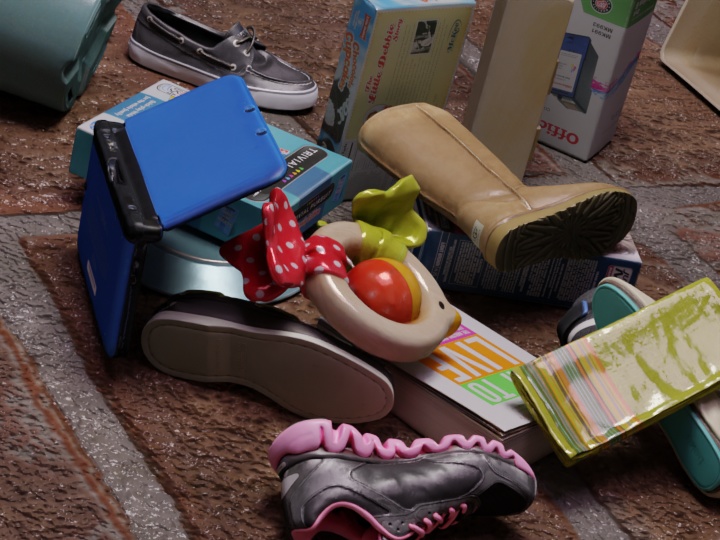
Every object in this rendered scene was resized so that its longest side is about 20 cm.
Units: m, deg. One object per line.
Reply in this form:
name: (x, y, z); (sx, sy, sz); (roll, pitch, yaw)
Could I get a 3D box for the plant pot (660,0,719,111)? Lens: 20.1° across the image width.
plant pot: (0.493, -0.267, 2.283); (0.176, 0.201, 0.200); (8, 28, -34)

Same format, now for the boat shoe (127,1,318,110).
boat shoe: (-0.133, -0.218, 2.022); (0.199, 0.067, 0.070); (20, 30, 10)

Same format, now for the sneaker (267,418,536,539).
sneaker: (0.032, 0.167, 1.445); (0.198, 0.079, 0.096); (6, 52, -14)

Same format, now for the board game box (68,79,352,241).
board game box: (-0.129, -0.092, 1.775); (0.199, 0.047, 0.151); (23, 29, 16)

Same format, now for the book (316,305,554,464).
book: (0.077, 0.084, 1.625); (0.199, 0.048, 0.133); (31, 32, 33)

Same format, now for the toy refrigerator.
toy refrigerator: (0.151, -0.189, 1.966); (0.069, 0.201, 0.076); (12, 28, -6)

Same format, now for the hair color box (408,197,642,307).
hair color box: (0.141, -0.023, 1.817); (0.198, 0.061, 0.100); (9, 30, -12)

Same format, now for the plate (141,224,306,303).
plate: (-0.133, -0.032, 1.744); (0.199, 0.026, 0.201); (11, 30, -7)

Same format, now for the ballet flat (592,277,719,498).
ballet flat: (0.254, 0.090, 1.623); (0.069, 0.070, 0.201); (-11, 65, -38)

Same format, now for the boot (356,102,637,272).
boot: (0.121, -0.085, 1.785); (0.174, 0.067, 0.200); (-9, 38, -35)

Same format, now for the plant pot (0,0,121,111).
plant pot: (-0.331, -0.253, 1.882); (0.195, 0.201, 0.200); (23, 29, 0)

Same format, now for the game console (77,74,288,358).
game console: (-0.145, -0.046, 1.596); (0.117, 0.172, 0.200); (4, 26, -17)

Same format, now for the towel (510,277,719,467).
towel: (0.215, 0.074, 1.570); (0.199, 0.018, 0.086); (-24, 71, -24)

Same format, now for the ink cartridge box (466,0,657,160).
ink cartridge box: (0.207, -0.234, 2.073); (0.145, 0.201, 0.087); (26, 34, 18)

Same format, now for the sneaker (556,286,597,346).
sneaker: (0.265, 0.049, 1.734); (0.199, 0.073, 0.112); (1, 33, -20)

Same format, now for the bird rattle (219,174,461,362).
bird rattle: (0.000, 0.000, 1.564); (0.163, 0.113, 0.200); (47, 23, 17)

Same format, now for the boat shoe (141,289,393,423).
boat shoe: (-0.065, 0.060, 1.565); (0.200, 0.072, 0.061); (16, 33, 7)

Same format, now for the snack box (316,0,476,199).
snack box: (0.027, -0.161, 1.858); (0.116, 0.201, 0.037); (-9, 39, -37)
